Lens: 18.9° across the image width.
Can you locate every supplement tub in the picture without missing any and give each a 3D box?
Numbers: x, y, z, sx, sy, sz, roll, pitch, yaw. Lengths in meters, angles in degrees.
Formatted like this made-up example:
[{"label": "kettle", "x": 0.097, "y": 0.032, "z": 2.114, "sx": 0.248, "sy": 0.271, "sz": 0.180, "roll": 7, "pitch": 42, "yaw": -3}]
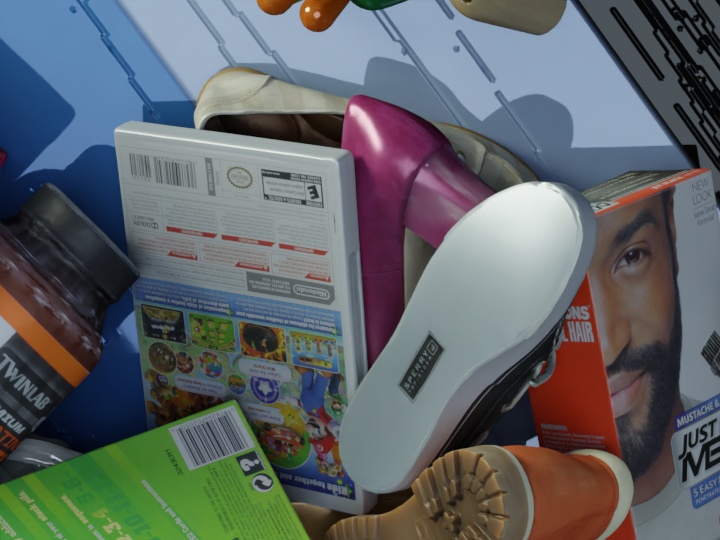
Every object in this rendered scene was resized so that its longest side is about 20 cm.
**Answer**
[{"label": "supplement tub", "x": -0.209, "y": 0.048, "z": 1.133, "sx": 0.107, "sy": 0.107, "sz": 0.200, "roll": 45, "pitch": 84, "yaw": -6}]

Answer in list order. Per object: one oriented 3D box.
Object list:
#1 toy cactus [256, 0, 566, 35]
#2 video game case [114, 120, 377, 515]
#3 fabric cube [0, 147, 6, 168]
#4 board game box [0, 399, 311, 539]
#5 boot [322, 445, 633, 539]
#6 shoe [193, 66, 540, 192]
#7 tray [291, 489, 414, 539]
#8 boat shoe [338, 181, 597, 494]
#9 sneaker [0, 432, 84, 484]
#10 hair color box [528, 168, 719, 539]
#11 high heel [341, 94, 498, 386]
[{"label": "toy cactus", "x": 0.037, "y": -0.168, "z": 1.102, "sx": 0.165, "sy": 0.103, "sz": 0.200, "roll": 21, "pitch": 144, "yaw": -40}, {"label": "video game case", "x": -0.060, "y": 0.025, "z": 1.148, "sx": 0.143, "sy": 0.018, "sz": 0.201, "roll": 9, "pitch": 115, "yaw": 30}, {"label": "fabric cube", "x": -0.334, "y": -0.038, "z": 1.109, "sx": 0.200, "sy": 0.196, "sz": 0.199, "roll": 43, "pitch": 101, "yaw": -6}, {"label": "board game box", "x": -0.134, "y": 0.140, "z": 1.100, "sx": 0.199, "sy": 0.030, "sz": 0.096, "roll": -18, "pitch": 60, "yaw": -24}, {"label": "boot", "x": 0.054, "y": 0.145, "z": 1.108, "sx": 0.200, "sy": 0.107, "sz": 0.075, "roll": -38, "pitch": 65, "yaw": 48}, {"label": "shoe", "x": 0.004, "y": -0.054, "z": 1.157, "sx": 0.199, "sy": 0.053, "sz": 0.070, "roll": 18, "pitch": 103, "yaw": 0}, {"label": "tray", "x": 0.044, "y": 0.162, "z": 1.210, "sx": 0.199, "sy": 0.037, "sz": 0.099, "roll": -1, "pitch": 102, "yaw": 5}, {"label": "boat shoe", "x": 0.065, "y": 0.035, "z": 1.080, "sx": 0.074, "sy": 0.068, "sz": 0.200, "roll": 47, "pitch": 122, "yaw": 31}, {"label": "sneaker", "x": -0.160, "y": 0.139, "z": 1.178, "sx": 0.199, "sy": 0.074, "sz": 0.080, "roll": 5, "pitch": 61, "yaw": 13}, {"label": "hair color box", "x": 0.146, "y": 0.057, "z": 1.139, "sx": 0.064, "sy": 0.111, "sz": 0.201, "roll": 0, "pitch": 106, "yaw": 49}, {"label": "high heel", "x": 0.000, "y": 0.000, "z": 1.144, "sx": 0.096, "sy": 0.067, "sz": 0.200, "roll": 40, "pitch": 138, "yaw": 12}]
